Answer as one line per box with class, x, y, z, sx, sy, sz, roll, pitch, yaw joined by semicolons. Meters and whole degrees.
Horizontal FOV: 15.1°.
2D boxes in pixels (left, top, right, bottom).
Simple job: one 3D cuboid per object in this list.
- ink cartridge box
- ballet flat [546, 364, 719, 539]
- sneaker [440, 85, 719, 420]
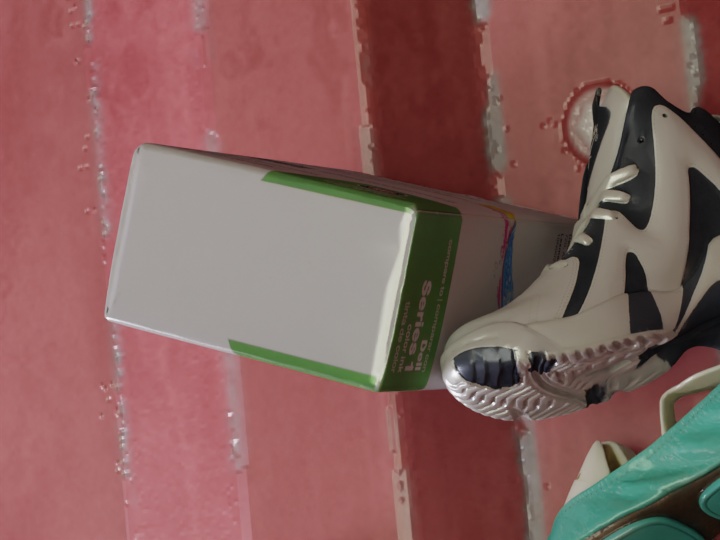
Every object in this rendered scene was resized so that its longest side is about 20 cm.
ink cartridge box;0.000;0.000;1.244;0.144;0.200;0.085;13;95;27
ballet flat;0.144;0.095;1.246;0.200;0.067;0.071;-38;46;19
sneaker;0.107;-0.017;1.212;0.198;0.080;0.130;-18;68;-18
